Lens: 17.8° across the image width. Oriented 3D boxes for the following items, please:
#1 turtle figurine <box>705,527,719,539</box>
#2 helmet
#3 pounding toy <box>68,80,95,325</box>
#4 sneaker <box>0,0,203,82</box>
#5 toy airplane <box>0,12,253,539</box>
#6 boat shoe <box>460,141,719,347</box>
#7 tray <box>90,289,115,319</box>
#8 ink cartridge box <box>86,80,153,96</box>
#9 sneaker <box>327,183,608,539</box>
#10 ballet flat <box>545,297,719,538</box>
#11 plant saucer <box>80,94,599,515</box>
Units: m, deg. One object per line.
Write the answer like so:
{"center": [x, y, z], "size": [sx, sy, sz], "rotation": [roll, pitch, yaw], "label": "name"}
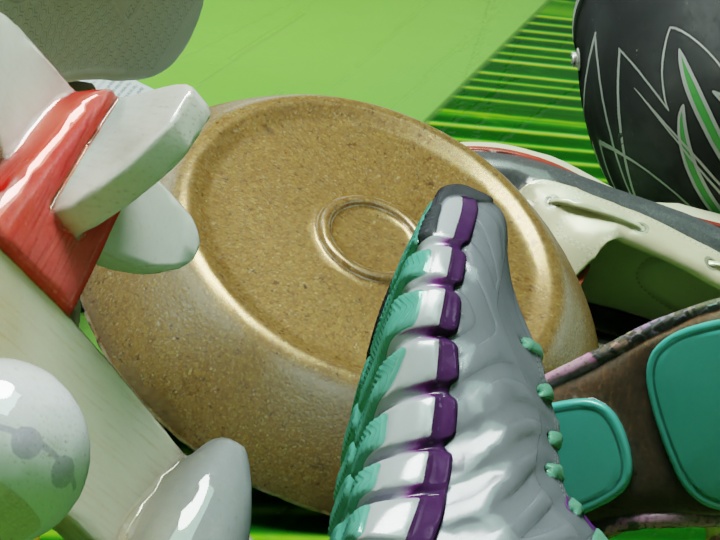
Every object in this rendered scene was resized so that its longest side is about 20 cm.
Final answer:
{"center": [0.187, 0.100, 0.672], "size": [0.199, 0.065, 0.161], "rotation": [-22, 20, -25], "label": "turtle figurine"}
{"center": [0.189, -0.083, 1.002], "size": [0.199, 0.201, 0.191], "rotation": [12, 34, 17], "label": "helmet"}
{"center": [-0.191, -0.034, 0.822], "size": [0.183, 0.143, 0.200], "rotation": [5, 19, -4], "label": "pounding toy"}
{"center": [-0.142, -0.114, 0.840], "size": [0.099, 0.071, 0.200], "rotation": [24, 9, 19], "label": "sneaker"}
{"center": [-0.102, 0.027, 0.590], "size": [0.199, 0.200, 0.141], "rotation": [-4, 11, -31], "label": "toy airplane"}
{"center": [0.086, 0.001, 0.915], "size": [0.199, 0.071, 0.063], "rotation": [13, 30, -8], "label": "boat shoe"}
{"center": [-0.036, 0.013, 0.882], "size": [0.107, 0.022, 0.200], "rotation": [31, 20, -1], "label": "tray"}
{"center": [-0.130, -0.047, 1.005], "size": [0.199, 0.043, 0.196], "rotation": [27, 20, -2], "label": "ink cartridge box"}
{"center": [0.038, 0.066, 0.656], "size": [0.087, 0.075, 0.201], "rotation": [16, 52, -4], "label": "sneaker"}
{"center": [0.094, 0.049, 0.705], "size": [0.199, 0.069, 0.071], "rotation": [-18, -3, 23], "label": "ballet flat"}
{"center": [0.000, 0.000, 0.813], "size": [0.199, 0.036, 0.201], "rotation": [14, 43, -13], "label": "plant saucer"}
